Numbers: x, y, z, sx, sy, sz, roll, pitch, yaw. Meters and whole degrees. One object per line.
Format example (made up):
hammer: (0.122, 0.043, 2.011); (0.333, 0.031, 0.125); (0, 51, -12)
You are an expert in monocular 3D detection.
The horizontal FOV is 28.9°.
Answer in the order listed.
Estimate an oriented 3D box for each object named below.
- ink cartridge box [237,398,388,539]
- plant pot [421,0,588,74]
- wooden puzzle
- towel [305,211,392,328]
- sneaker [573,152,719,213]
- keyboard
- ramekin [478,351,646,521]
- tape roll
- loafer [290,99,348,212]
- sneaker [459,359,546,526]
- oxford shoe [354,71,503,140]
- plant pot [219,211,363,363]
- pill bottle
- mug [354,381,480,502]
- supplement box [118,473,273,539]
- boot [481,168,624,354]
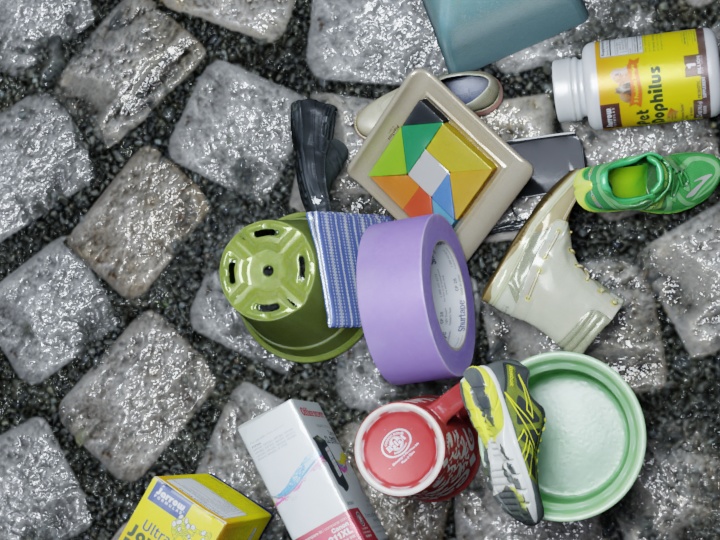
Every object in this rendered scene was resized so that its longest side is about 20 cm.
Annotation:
ink cartridge box: (-0.058, 0.266, 1.735); (0.083, 0.146, 0.201); (-30, 78, 7)
plant pot: (0.154, -0.387, 1.735); (0.195, 0.200, 0.197); (-22, 79, 9)
wooden puzzle: (0.094, -0.124, 1.759); (0.200, 0.037, 0.185); (42, 122, 11)
towel: (0.000, 0.000, 1.729); (0.024, 0.200, 0.146); (-15, 82, 29)
sneaker: (0.358, -0.104, 1.687); (0.199, 0.084, 0.075); (-10, 89, -20)
keyboard: (0.192, -0.103, 1.785); (0.199, 0.021, 0.128); (-7, 81, 14)
ramekin: (0.247, 0.201, 1.695); (0.199, 0.098, 0.202); (-2, 83, 13)
tape roll: (0.070, 0.036, 1.699); (0.084, 0.200, 0.201); (-9, 81, 22)
loafer: (-0.049, -0.146, 1.790); (0.070, 0.068, 0.201); (-4, 49, -5)
sneaker: (0.186, 0.196, 1.620); (0.084, 0.074, 0.201); (-21, 97, -27)
oxford shoe: (0.081, -0.218, 1.796); (0.199, 0.074, 0.071); (-18, 80, 11)
plant pot: (-0.090, 0.012, 1.751); (0.199, 0.190, 0.202); (-1, 84, 13)
pill bottle: (0.340, -0.232, 1.718); (0.199, 0.109, 0.110); (-6, 82, 13)
mug: (0.071, 0.194, 1.685); (0.133, 0.200, 0.179); (15, 87, 15)
supplement box: (-0.204, 0.327, 1.736); (0.108, 0.200, 0.110); (30, 90, 15)
boot: (0.262, -0.008, 1.720); (0.154, 0.072, 0.201); (33, 89, 2)
